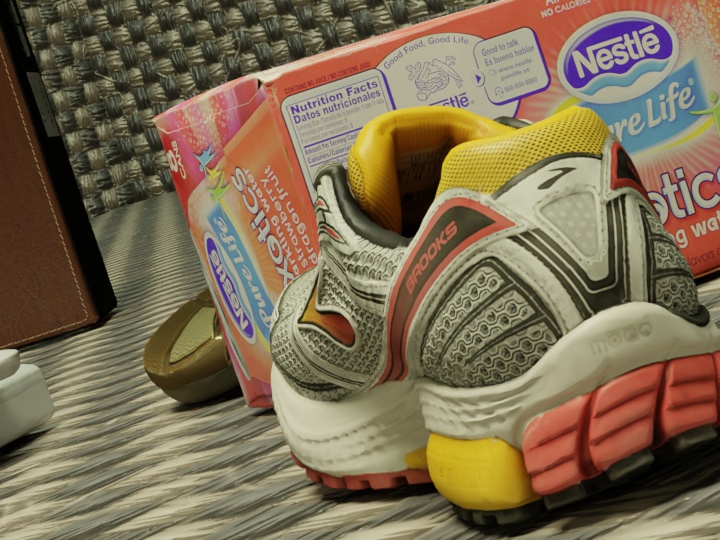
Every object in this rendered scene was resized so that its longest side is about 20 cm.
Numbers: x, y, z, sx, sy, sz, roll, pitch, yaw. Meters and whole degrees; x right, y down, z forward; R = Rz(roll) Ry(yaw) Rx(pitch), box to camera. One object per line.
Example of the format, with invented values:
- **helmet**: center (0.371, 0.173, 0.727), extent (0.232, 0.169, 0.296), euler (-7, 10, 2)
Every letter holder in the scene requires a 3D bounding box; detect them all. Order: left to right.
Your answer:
- **letter holder**: center (-0.240, -0.047, 1.470), extent (0.142, 0.200, 0.101), euler (-18, 4, 2)

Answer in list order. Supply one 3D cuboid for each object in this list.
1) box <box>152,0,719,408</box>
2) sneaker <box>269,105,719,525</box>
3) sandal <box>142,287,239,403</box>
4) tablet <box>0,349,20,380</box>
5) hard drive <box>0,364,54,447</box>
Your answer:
- **box**: center (0.051, -0.036, 0.812), extent (0.200, 0.103, 0.095), euler (-21, 5, -25)
- **sneaker**: center (0.025, 0.002, 0.577), extent (0.078, 0.082, 0.200), euler (-19, 4, -18)
- **sandal**: center (0.000, 0.000, 0.948), extent (0.080, 0.054, 0.200), euler (-21, 15, 47)
- **tablet**: center (-0.217, 0.066, 0.865), extent (0.130, 0.014, 0.200), euler (-16, 5, 30)
- **hard drive**: center (-0.204, 0.079, 0.901), extent (0.132, 0.026, 0.200), euler (-16, 5, 18)
